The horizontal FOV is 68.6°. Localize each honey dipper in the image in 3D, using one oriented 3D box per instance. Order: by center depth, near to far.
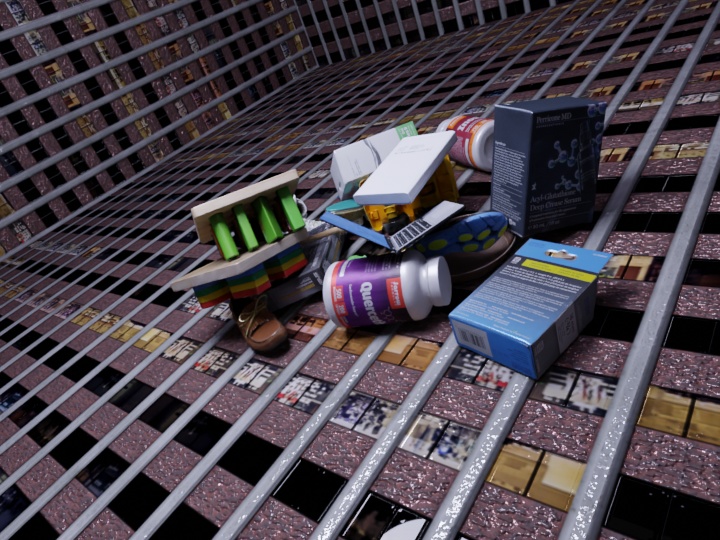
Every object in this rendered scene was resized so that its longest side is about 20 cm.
[{"bbox_3d":[-0.107,-0.058,1.066,0.197,0.038,0.038,-17,28,26],"label":"honey dipper"}]

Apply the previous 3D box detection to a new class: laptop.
[{"bbox_3d":[0.048,-0.100,0.878,0.198,0.117,0.187,-33,9,5],"label":"laptop"}]

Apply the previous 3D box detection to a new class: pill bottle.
[{"bbox_3d":[0.044,0.029,0.864,0.196,0.114,0.113,-9,31,25],"label":"pill bottle"},{"bbox_3d":[0.265,-0.311,1.268,0.112,0.114,0.200,-30,29,-13],"label":"pill bottle"}]

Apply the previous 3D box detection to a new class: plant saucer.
[{"bbox_3d":[0.185,-0.038,0.956,0.197,0.035,0.202,-19,30,11],"label":"plant saucer"}]

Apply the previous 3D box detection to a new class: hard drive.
[{"bbox_3d":[0.088,-0.196,1.009,0.130,0.027,0.201,3,44,41],"label":"hard drive"}]

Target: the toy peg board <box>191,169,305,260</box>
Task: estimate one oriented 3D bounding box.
[{"bbox_3d":[-0.202,-0.081,1.000,0.197,0.099,0.199,-24,-4,-17],"label":"toy peg board"}]

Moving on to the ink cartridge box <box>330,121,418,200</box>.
[{"bbox_3d":[0.035,-0.249,1.222,0.197,0.085,0.146,-22,-6,-9],"label":"ink cartridge box"}]

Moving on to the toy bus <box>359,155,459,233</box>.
[{"bbox_3d":[0.119,-0.183,1.163,0.196,0.138,0.192,-13,17,23],"label":"toy bus"}]

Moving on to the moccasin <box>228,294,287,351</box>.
[{"bbox_3d":[-0.195,0.087,0.978,0.073,0.079,0.201,-31,30,-14],"label":"moccasin"}]

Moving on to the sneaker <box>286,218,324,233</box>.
[{"bbox_3d":[-0.121,-0.084,1.209,0.196,0.081,0.071,-17,27,9],"label":"sneaker"}]

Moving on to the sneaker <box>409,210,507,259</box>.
[{"bbox_3d":[0.155,-0.065,0.915,0.196,0.071,0.083,-18,35,15],"label":"sneaker"}]

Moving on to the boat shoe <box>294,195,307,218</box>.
[{"bbox_3d":[-0.160,-0.142,1.268,0.064,0.073,0.200,-14,-14,3],"label":"boat shoe"}]

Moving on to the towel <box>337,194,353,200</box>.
[{"bbox_3d":[0.044,-0.215,1.338,0.198,0.049,0.111,-31,30,-13],"label":"towel"}]

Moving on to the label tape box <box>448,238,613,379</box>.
[{"bbox_3d":[0.244,0.045,0.744,0.199,0.064,0.143,-37,31,-24],"label":"label tape box"}]

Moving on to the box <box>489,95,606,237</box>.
[{"bbox_3d":[0.310,-0.179,0.890,0.146,0.204,0.107,-12,25,-17],"label":"box"}]

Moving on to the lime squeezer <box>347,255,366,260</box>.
[{"bbox_3d":[0.000,0.000,1.024,0.197,0.038,0.071,2,38,37],"label":"lime squeezer"}]

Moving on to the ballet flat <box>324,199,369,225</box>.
[{"bbox_3d":[0.004,-0.138,1.202,0.198,0.072,0.070,-29,27,-36],"label":"ballet flat"}]

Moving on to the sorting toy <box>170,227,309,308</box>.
[{"bbox_3d":[-0.216,0.002,0.995,0.196,0.071,0.199,-13,14,36],"label":"sorting toy"}]

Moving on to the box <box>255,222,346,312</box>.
[{"bbox_3d":[-0.118,-0.013,1.093,0.156,0.049,0.201,-25,26,22],"label":"box"}]
